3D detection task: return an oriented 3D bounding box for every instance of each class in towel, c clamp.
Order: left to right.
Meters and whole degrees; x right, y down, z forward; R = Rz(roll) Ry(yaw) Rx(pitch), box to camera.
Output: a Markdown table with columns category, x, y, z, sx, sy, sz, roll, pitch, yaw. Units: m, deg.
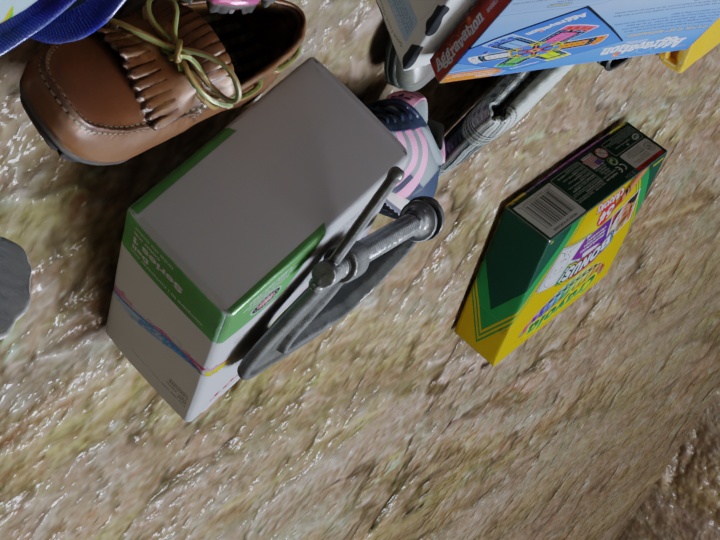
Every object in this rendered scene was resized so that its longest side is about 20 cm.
| category | x | y | z | sx | sy | sz | roll | pitch | yaw |
| --- | --- | --- | --- | --- | --- | --- | --- | --- | --- |
| c clamp | 0.000 | 0.000 | 1.023 | 0.171 | 0.027 | 0.200 | -49 | 173 | 18 |
| towel | 0.134 | -0.148 | 1.265 | 0.200 | 0.035 | 0.193 | -47 | -178 | -15 |

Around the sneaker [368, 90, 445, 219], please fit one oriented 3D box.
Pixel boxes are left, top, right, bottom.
| category | x | y | z | sx | sy | sz | roll | pitch | yaw |
| --- | --- | --- | --- | --- | --- | --- | --- | --- | --- |
| sneaker | 0.009 | -0.091 | 1.165 | 0.083 | 0.070 | 0.200 | -67 | 164 | -5 |

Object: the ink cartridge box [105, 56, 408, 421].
| category | x | y | z | sx | sy | sz | roll | pitch | yaw |
| --- | --- | --- | --- | --- | --- | --- | --- | --- | --- |
| ink cartridge box | -0.067 | -0.012 | 1.024 | 0.145 | 0.084 | 0.200 | -42 | 173 | -23 |

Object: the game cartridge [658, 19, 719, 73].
| category | x | y | z | sx | sy | sz | roll | pitch | yaw |
| --- | --- | --- | --- | --- | --- | --- | --- | --- | --- |
| game cartridge | 0.362 | -0.294 | 1.619 | 0.200 | 0.032 | 0.177 | -39 | 157 | -37 |

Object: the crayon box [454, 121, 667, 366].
| category | x | y | z | sx | sy | sz | roll | pitch | yaw |
| --- | --- | --- | --- | --- | --- | --- | --- | --- | --- |
| crayon box | 0.188 | -0.026 | 1.652 | 0.200 | 0.058 | 0.173 | -34 | 154 | -39 |

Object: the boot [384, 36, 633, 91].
| category | x | y | z | sx | sy | sz | roll | pitch | yaw |
| --- | --- | --- | --- | --- | --- | --- | --- | --- | --- |
| boot | 0.119 | -0.171 | 1.146 | 0.200 | 0.130 | 0.068 | -47 | 159 | -12 |

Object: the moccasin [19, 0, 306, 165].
| category | x | y | z | sx | sy | sz | roll | pitch | yaw |
| --- | --- | --- | --- | --- | --- | --- | --- | --- | --- |
| moccasin | -0.091 | -0.101 | 0.870 | 0.078 | 0.074 | 0.201 | -34 | 171 | 33 |

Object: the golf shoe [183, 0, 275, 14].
| category | x | y | z | sx | sy | sz | roll | pitch | yaw |
| --- | --- | --- | --- | --- | --- | --- | --- | --- | --- |
| golf shoe | -0.020 | -0.193 | 0.894 | 0.199 | 0.072 | 0.093 | -27 | 148 | -49 |

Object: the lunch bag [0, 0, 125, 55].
| category | x | y | z | sx | sy | sz | roll | pitch | yaw |
| --- | --- | --- | --- | --- | --- | --- | --- | --- | --- |
| lunch bag | -0.150 | -0.148 | 0.540 | 0.200 | 0.170 | 0.128 | -40 | 153 | -34 |

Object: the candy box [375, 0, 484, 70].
| category | x | y | z | sx | sy | sz | roll | pitch | yaw |
| --- | --- | --- | --- | --- | --- | --- | --- | --- | --- |
| candy box | 0.115 | -0.206 | 1.010 | 0.166 | 0.072 | 0.200 | -14 | 161 | -24 |

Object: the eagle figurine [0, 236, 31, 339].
| category | x | y | z | sx | sy | sz | roll | pitch | yaw |
| --- | --- | --- | --- | --- | --- | --- | --- | --- | --- |
| eagle figurine | -0.206 | -0.027 | 0.625 | 0.200 | 0.151 | 0.152 | -35 | -137 | 50 |

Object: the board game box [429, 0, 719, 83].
| category | x | y | z | sx | sy | sz | roll | pitch | yaw |
| --- | --- | --- | --- | --- | --- | --- | --- | --- | --- |
| board game box | 0.147 | -0.156 | 1.047 | 0.199 | 0.020 | 0.103 | -11 | 159 | -32 |
